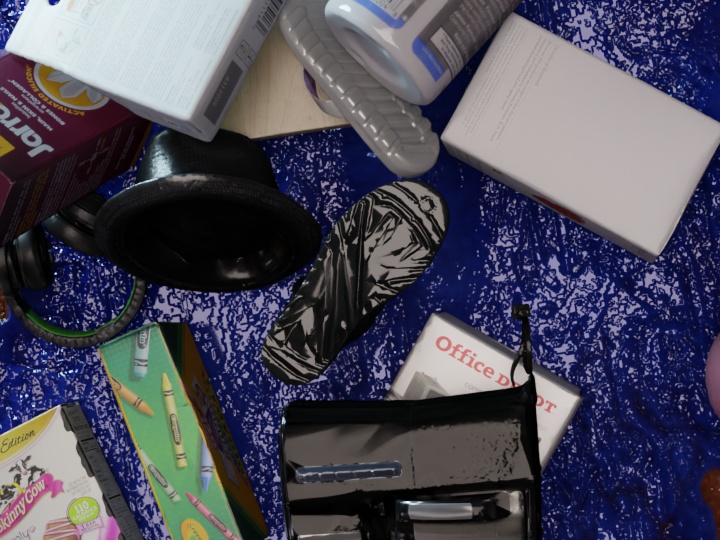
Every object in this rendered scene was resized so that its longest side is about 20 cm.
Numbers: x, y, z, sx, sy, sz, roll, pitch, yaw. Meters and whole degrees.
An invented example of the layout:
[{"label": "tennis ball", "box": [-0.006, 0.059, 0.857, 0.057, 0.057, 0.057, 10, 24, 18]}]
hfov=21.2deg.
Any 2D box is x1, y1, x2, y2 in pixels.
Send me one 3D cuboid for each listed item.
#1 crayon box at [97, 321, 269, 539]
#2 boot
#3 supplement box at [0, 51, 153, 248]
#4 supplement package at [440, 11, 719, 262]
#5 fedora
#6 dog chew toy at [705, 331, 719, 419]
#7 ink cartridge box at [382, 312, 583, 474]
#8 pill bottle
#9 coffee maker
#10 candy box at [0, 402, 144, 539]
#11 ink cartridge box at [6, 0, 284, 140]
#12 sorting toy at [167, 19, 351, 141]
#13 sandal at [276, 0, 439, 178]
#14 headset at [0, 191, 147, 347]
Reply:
[{"label": "crayon box", "box": [-0.145, 0.145, 1.599, 0.058, 0.119, 0.201, -22, 86, 5]}, {"label": "boot", "box": [0.000, 0.000, 1.558, 0.076, 0.168, 0.200, 39, 101, -1]}, {"label": "supplement box", "box": [-0.270, -0.112, 1.574, 0.110, 0.200, 0.086, 39, 130, 11]}, {"label": "supplement package", "box": [0.182, -0.106, 1.570, 0.199, 0.121, 0.120, 29, 90, 7]}, {"label": "fedora", "box": [-0.126, -0.059, 1.583, 0.199, 0.201, 0.092, -7, 63, 6]}, {"label": "dog chew toy", "box": [0.358, 0.129, 1.548, 0.124, 0.125, 0.201, -22, 94, 5]}, {"label": "ink cartridge box", "box": [0.076, 0.153, 1.592, 0.146, 0.083, 0.201, 29, 92, 7]}, {"label": "pill bottle", "box": [0.075, -0.238, 1.501, 0.114, 0.114, 0.200, 41, 82, 6]}, {"label": "coffee maker", "box": [0.040, 0.139, 1.504, 0.198, 0.135, 0.193, -3, 64, 7]}, {"label": "candy box", "box": [-0.263, 0.231, 1.638, 0.136, 0.061, 0.201, -28, 85, 5]}, {"label": "ink cartridge box", "box": [-0.169, -0.209, 1.545, 0.199, 0.047, 0.161, 22, 80, 29]}, {"label": "sorting toy", "box": [-0.072, -0.212, 1.628, 0.197, 0.070, 0.202, -8, 88, 6]}, {"label": "sandal", "box": [-0.015, -0.154, 1.557, 0.203, 0.082, 0.050, 57, 137, 12]}, {"label": "headset", "box": [-0.264, -0.032, 1.654, 0.123, 0.094, 0.201, -30, 100, 5]}]
